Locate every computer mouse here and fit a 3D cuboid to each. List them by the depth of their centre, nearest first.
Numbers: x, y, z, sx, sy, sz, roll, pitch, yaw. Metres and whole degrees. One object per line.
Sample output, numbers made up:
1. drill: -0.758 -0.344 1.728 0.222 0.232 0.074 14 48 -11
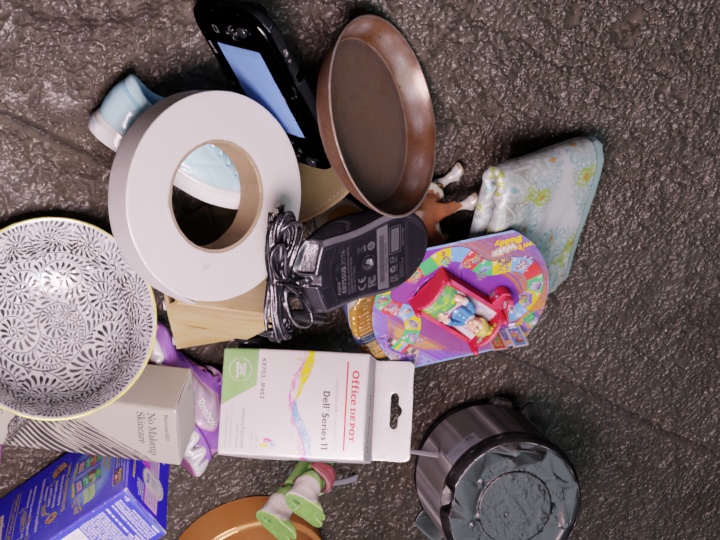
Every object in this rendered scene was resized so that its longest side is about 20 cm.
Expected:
1. computer mouse: -0.022 -0.017 1.545 0.199 0.053 0.139 -15 118 -35

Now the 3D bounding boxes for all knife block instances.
1. knife block: -0.114 0.024 1.593 0.175 0.064 0.200 -11 161 -6

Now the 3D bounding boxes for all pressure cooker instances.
1. pressure cooker: 0.157 0.248 1.849 0.175 0.200 0.180 -3 102 -13

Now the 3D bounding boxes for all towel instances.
1. towel: 0.185 -0.043 1.705 0.171 0.048 0.201 -23 134 -42

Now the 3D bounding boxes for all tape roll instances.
1. tape roll: -0.145 -0.070 1.473 0.202 0.037 0.204 -6 100 -39

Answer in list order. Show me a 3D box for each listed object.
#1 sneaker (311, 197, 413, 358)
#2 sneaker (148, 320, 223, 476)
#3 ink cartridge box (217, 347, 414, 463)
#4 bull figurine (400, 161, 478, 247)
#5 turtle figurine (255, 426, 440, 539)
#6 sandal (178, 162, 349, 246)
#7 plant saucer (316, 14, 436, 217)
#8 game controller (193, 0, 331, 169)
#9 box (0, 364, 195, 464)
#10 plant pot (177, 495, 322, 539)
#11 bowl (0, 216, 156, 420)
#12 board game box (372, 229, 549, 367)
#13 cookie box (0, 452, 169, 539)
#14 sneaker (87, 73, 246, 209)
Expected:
1. sneaker: 0.000 0.000 1.665 0.075 0.088 0.201 -24 124 -13
2. sneaker: -0.187 0.126 1.685 0.088 0.080 0.201 -32 127 -19
3. ink cartridge box: -0.046 0.145 1.652 0.199 0.118 0.067 1 172 8
4. bull figurine: 0.067 -0.047 1.677 0.121 0.065 0.201 -20 134 -18
5. turtle figurine: -0.018 0.230 1.753 0.194 0.143 0.201 -54 135 -41
6. sandal: -0.095 -0.059 1.610 0.211 0.078 0.070 -27 161 5
7. plant saucer: 0.012 -0.150 1.527 0.034 0.201 0.200 -7 139 31
8. game controller: -0.090 -0.178 1.491 0.042 0.104 0.200 -55 137 -28
9. box: -0.275 0.140 1.600 0.199 0.068 0.082 5 126 8
10. plant pot: -0.122 0.391 1.858 0.199 0.140 0.201 -12 127 -16
11. bowl: -0.307 0.054 1.542 0.200 0.202 0.094 -13 172 -15
12. board game box: 0.113 0.042 1.647 0.199 0.039 0.159 -12 128 -11
13. cookie box: -0.304 0.263 1.650 0.200 0.171 0.075 -33 113 9
14. sneaker: -0.160 -0.125 1.508 0.199 0.074 0.082 24 114 -32
